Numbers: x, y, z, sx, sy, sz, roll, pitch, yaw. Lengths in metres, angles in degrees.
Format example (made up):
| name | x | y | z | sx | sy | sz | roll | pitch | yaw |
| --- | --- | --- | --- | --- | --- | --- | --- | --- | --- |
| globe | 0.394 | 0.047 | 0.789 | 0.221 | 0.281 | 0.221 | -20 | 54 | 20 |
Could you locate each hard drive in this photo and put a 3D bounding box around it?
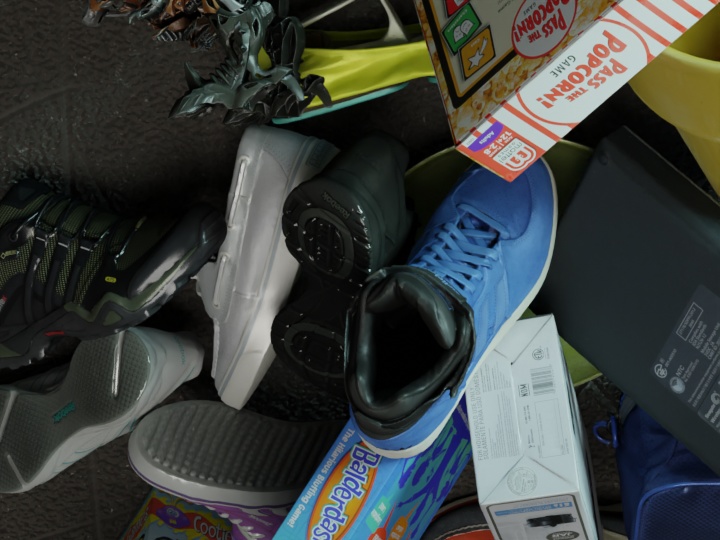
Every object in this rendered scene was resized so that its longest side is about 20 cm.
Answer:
| name | x | y | z | sx | sy | sz | roll | pitch | yaw |
| --- | --- | --- | --- | --- | --- | --- | --- | --- | --- |
| hard drive | 0.193 | 0.029 | 1.454 | 0.200 | 0.033 | 0.140 | 42 | 135 | 18 |

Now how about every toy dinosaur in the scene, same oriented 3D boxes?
| name | x | y | z | sx | sy | sz | roll | pitch | yaw |
| --- | --- | --- | --- | --- | --- | --- | --- | --- | --- |
| toy dinosaur | -0.069 | -0.153 | 1.384 | 0.199 | 0.137 | 0.102 | -9 | 176 | 44 |

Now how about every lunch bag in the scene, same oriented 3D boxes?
| name | x | y | z | sx | sy | sz | roll | pitch | yaw |
| --- | --- | --- | --- | --- | --- | --- | --- | --- | --- |
| lunch bag | 0.246 | 0.109 | 1.572 | 0.199 | 0.133 | 0.136 | 2 | 147 | 0 |

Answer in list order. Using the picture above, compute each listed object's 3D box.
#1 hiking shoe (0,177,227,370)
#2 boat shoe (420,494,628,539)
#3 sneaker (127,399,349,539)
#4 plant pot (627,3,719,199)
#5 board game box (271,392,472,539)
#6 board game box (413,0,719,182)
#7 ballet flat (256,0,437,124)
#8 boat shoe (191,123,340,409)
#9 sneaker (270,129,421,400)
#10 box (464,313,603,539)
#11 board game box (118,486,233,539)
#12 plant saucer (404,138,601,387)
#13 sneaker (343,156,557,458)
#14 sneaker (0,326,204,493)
| name | x | y | z | sx | sy | sz | roll | pitch | yaw |
| --- | --- | --- | --- | --- | --- | --- | --- | --- | --- |
| hiking shoe | -0.174 | -0.011 | 1.506 | 0.199 | 0.076 | 0.101 | -23 | 105 | 28 |
| boat shoe | 0.135 | 0.194 | 1.678 | 0.199 | 0.063 | 0.072 | 2 | 128 | 0 |
| sneaker | -0.076 | 0.149 | 1.612 | 0.200 | 0.073 | 0.114 | 11 | 135 | -34 |
| plant pot | 0.241 | -0.122 | 1.374 | 0.199 | 0.202 | 0.189 | -12 | 140 | 9 |
| board game box | 0.001 | 0.151 | 1.527 | 0.045 | 0.201 | 0.152 | 31 | 171 | 17 |
| board game box | 0.096 | -0.168 | 1.322 | 0.046 | 0.201 | 0.151 | 29 | 124 | -36 |
| ballet flat | 0.031 | -0.134 | 1.439 | 0.199 | 0.067 | 0.067 | -10 | 105 | 9 |
| boat shoe | -0.069 | -0.003 | 1.533 | 0.068 | 0.072 | 0.201 | 24 | 132 | 8 |
| sneaker | 0.000 | 0.000 | 1.486 | 0.076 | 0.091 | 0.201 | 28 | 142 | 14 |
| box | 0.109 | 0.120 | 1.540 | 0.060 | 0.117 | 0.200 | -10 | 156 | 7 |
| board game box | -0.120 | 0.256 | 1.636 | 0.104 | 0.201 | 0.103 | 24 | 123 | -16 |
| plant saucer | 0.095 | -0.008 | 1.548 | 0.199 | 0.031 | 0.201 | 0 | 127 | 0 |
| sneaker | 0.052 | 0.008 | 1.420 | 0.076 | 0.111 | 0.201 | 29 | 81 | 12 |
| sneaker | -0.177 | 0.090 | 1.595 | 0.200 | 0.071 | 0.080 | -27 | 168 | 37 |
